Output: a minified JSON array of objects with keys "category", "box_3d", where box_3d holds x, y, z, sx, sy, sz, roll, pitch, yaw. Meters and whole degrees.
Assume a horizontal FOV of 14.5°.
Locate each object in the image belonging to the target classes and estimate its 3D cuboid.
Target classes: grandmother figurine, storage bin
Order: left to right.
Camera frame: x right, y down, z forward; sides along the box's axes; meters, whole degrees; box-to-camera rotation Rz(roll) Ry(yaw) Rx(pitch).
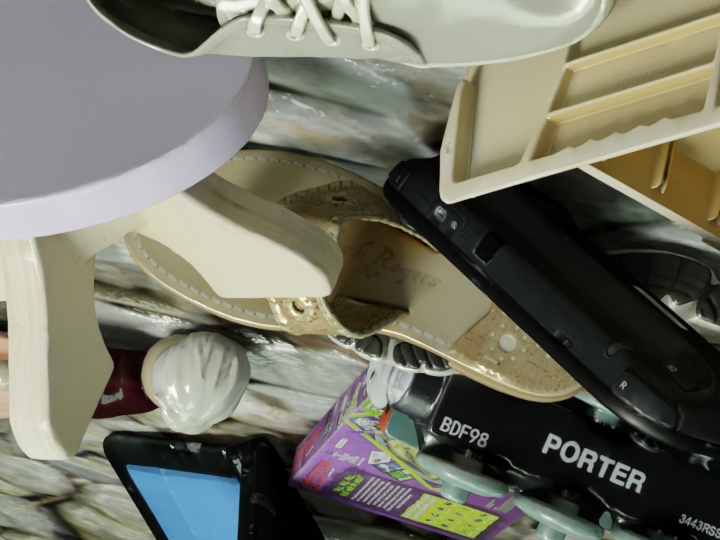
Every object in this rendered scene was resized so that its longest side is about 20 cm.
[{"category":"grandmother figurine","box_3d":[-0.147,0.057,1.485,0.200,0.061,0.121,-3,-179,31]},{"category":"storage bin","box_3d":[0.162,-0.038,0.983,0.200,0.094,0.198,27,156,-31]}]

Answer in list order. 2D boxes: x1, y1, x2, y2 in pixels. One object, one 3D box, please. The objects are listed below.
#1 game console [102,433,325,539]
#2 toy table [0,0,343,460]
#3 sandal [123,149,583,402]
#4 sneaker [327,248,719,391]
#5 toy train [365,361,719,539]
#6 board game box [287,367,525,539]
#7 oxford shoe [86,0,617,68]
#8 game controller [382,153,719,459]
[{"category":"game console","box_3d":[-0.065,0.201,1.627,0.116,0.176,0.200,-20,123,13]},{"category":"toy table","box_3d":[-0.112,-0.034,1.088,0.200,0.184,0.117,10,144,33]},{"category":"sandal","box_3d":[0.002,-0.005,1.165,0.211,0.078,0.070,20,169,6]},{"category":"sneaker","box_3d":[0.065,0.023,1.237,0.200,0.077,0.085,13,167,5]},{"category":"toy train","box_3d":[0.095,0.083,1.344,0.200,0.085,0.114,22,180,-17]},{"category":"board game box","box_3d":[0.040,0.098,1.504,0.120,0.032,0.200,15,159,-10]},{"category":"oxford shoe","box_3d":[-0.010,-0.099,0.959,0.200,0.058,0.075,7,119,20]},{"category":"game controller","box_3d":[0.090,0.016,1.105,0.104,0.042,0.200,27,-167,-43]}]
